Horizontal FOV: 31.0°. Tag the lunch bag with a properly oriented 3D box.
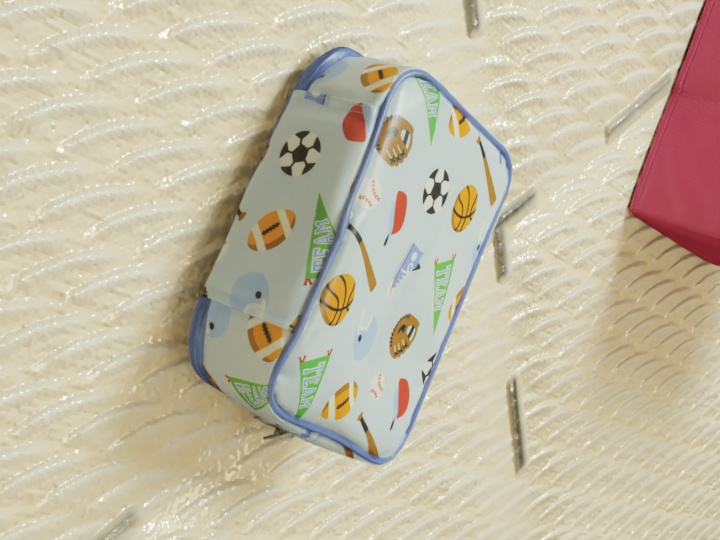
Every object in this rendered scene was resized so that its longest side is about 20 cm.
[{"bbox_3d":[0.000,0.000,0.676,0.160,0.075,0.201,35,78,-55],"label":"lunch bag"}]

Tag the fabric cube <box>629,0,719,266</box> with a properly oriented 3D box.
[{"bbox_3d":[0.357,-0.086,0.983,0.196,0.198,0.202,21,90,-52],"label":"fabric cube"}]
